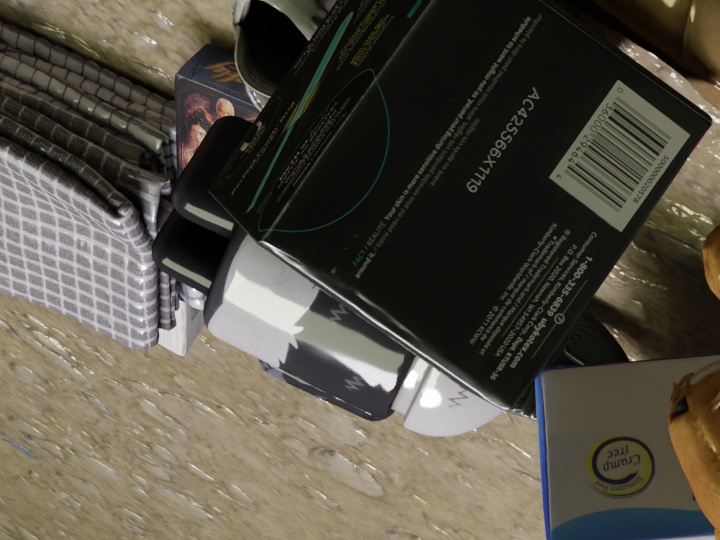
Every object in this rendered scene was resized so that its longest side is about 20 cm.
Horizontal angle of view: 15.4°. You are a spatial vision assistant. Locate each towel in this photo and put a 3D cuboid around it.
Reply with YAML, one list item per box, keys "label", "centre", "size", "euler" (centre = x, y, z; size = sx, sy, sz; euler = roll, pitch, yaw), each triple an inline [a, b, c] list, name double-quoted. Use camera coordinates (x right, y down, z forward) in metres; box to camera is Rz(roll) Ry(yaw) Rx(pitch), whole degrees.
- label: "towel"
  centre: [-0.188, -0.048, 1.609]
  size: [0.199, 0.086, 0.166]
  euler: [26, 145, 18]

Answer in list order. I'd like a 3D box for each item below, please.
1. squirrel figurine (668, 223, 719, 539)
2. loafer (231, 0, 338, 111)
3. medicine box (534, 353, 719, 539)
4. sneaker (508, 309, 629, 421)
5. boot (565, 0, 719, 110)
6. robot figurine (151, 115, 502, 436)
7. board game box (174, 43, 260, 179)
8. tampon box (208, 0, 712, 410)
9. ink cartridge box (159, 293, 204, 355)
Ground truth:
- label: "squirrel figurine"
  centre: [0.226, 0.052, 1.129]
  size: [0.200, 0.187, 0.141]
  euler: [39, 159, -17]
- label: "loafer"
  centre: [-0.037, -0.114, 1.308]
  size: [0.070, 0.070, 0.200]
  euler: [30, 160, 8]
- label: "medicine box"
  centre: [0.186, 0.128, 1.375]
  size: [0.181, 0.104, 0.200]
  euler: [-5, 152, 4]
- label: "sneaker"
  centre: [0.077, 0.042, 1.529]
  size: [0.200, 0.076, 0.115]
  euler: [25, 172, 24]
- label: "boot"
  centre: [0.103, -0.137, 1.057]
  size: [0.199, 0.066, 0.175]
  euler: [34, 160, 0]
- label: "robot figurine"
  centre: [0.000, 0.000, 1.331]
  size: [0.199, 0.125, 0.150]
  euler: [26, 173, 2]
- label: "board game box"
  centre: [-0.011, -0.028, 1.448]
  size: [0.199, 0.035, 0.136]
  euler: [23, 134, 24]
- label: "tampon box"
  centre: [0.035, -0.049, 1.146]
  size: [0.126, 0.150, 0.200]
  euler: [35, -179, -12]
- label: "ink cartridge box"
  centre: [-0.187, -0.028, 1.762]
  size: [0.199, 0.050, 0.109]
  euler: [31, 160, 7]
